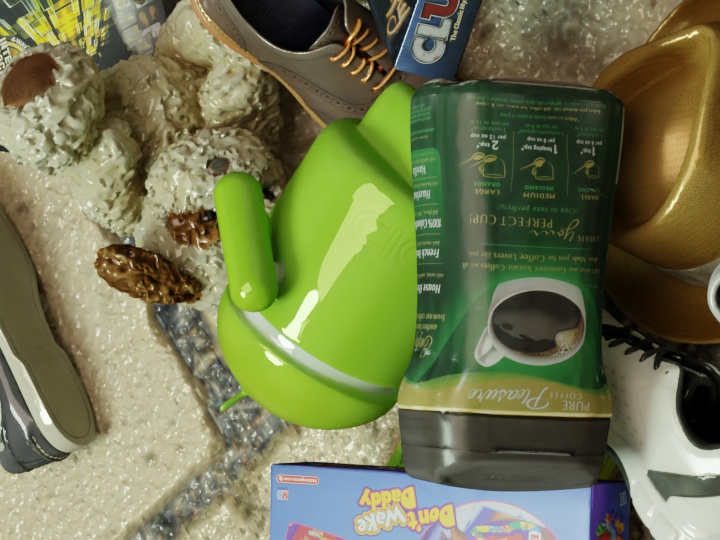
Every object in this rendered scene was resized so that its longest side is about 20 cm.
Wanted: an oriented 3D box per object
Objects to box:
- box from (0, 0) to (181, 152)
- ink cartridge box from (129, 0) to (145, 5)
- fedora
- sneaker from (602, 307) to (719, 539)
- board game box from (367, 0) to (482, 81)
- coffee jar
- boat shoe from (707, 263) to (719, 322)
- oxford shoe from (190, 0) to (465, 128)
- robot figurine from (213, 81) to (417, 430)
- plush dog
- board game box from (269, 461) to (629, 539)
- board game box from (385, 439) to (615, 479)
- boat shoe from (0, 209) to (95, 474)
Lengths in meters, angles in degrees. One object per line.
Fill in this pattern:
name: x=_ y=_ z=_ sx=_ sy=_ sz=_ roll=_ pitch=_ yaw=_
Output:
box: x=-0.191 y=-0.195 z=1.507 sx=0.161 sy=0.049 sz=0.201 roll=-24 pitch=75 yaw=26
ink cartridge box: x=-0.135 y=-0.281 z=1.414 sx=0.145 sy=0.084 sz=0.200 roll=41 pitch=97 yaw=20
fedora: x=0.168 y=-0.064 z=1.225 sx=0.200 sy=0.082 sz=0.201 roll=-15 pitch=69 yaw=45
sneaker: x=0.147 y=0.060 z=1.232 sx=0.200 sy=0.074 sz=0.080 roll=47 pitch=137 yaw=34
board game box: x=0.037 y=-0.203 z=1.283 sx=0.200 sy=0.034 sz=0.136 roll=-108 pitch=34 yaw=-61
coffee jar: x=0.073 y=0.008 z=1.189 sx=0.085 sy=0.104 sz=0.201 roll=176 pitch=97 yaw=-73
boat shoe: x=0.257 y=0.036 z=1.130 sx=0.199 sy=0.068 sz=0.072 roll=27 pitch=107 yaw=16
oxford shoe: x=-0.006 y=-0.112 z=1.323 sx=0.200 sy=0.073 sz=0.071 roll=30 pitch=86 yaw=-7
robot figurine: x=0.000 y=0.000 z=1.293 sx=0.116 sy=0.175 sz=0.200 roll=46 pitch=112 yaw=37
plush dog: x=-0.099 y=-0.050 z=1.390 sx=0.172 sy=0.199 sz=0.161 roll=56 pitch=156 yaw=25
board game box: x=0.043 y=0.174 z=1.283 sx=0.199 sy=0.045 sz=0.135 roll=1 pitch=88 yaw=33
board game box: x=0.059 y=0.138 z=1.330 sx=0.102 sy=0.048 sz=0.200 roll=38 pitch=107 yaw=29
boat shoe: x=-0.236 y=0.034 z=1.512 sx=0.063 sy=0.073 sz=0.201 roll=-32 pitch=76 yaw=24
